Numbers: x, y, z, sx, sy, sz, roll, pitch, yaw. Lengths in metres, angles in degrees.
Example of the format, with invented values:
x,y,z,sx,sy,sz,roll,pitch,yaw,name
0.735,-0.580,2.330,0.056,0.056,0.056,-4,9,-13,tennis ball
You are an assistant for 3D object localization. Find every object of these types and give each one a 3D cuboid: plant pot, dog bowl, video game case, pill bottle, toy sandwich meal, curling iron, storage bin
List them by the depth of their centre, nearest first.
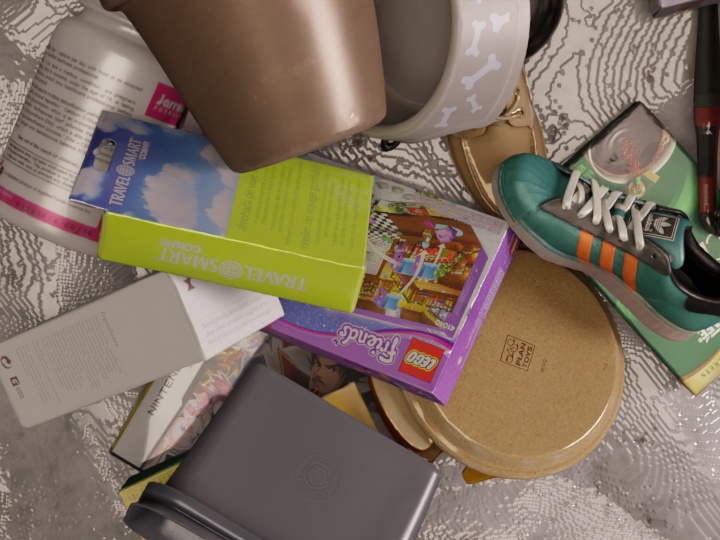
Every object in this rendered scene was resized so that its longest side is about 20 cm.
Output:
x,y,z,sx,sy,sz,roll,pitch,yaw,name
-0.064,-0.164,1.070,0.200,0.200,0.175,-20,99,4,plant pot
-0.046,0.168,1.135,0.200,0.146,0.134,32,68,-1,storage bin
0.029,-0.184,1.142,0.059,0.200,0.201,-13,96,-40,dog bowl
-0.192,-0.120,1.192,0.113,0.113,0.200,24,96,0,pill bottle
0.268,-0.117,1.197,0.049,0.026,0.201,0,74,-16,curling iron
0.102,0.074,1.216,0.205,0.070,0.206,5,72,-15,toy sandwich meal
-0.067,0.116,1.251,0.200,0.026,0.181,31,95,0,video game case

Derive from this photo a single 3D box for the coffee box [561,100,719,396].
x,y,z,sx,sy,sz,roll,pitch,yaw,name
0.233,-0.017,1.218,0.123,0.044,0.200,-40,92,5,coffee box

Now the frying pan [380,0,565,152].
x,y,z,sx,sy,sz,roll,pitch,yaw,name
0.090,-0.173,1.218,0.115,0.031,0.191,12,98,3,frying pan

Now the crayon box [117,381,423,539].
x,y,z,sx,sy,sz,roll,pitch,yaw,name
-0.066,0.178,1.218,0.200,0.051,0.127,-24,94,4,crayon box

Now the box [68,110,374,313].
x,y,z,sx,sy,sz,roll,pitch,yaw,name
-0.094,-0.042,1.101,0.199,0.122,0.048,13,125,-5,box

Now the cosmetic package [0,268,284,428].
x,y,z,sx,sy,sz,roll,pitch,yaw,name
-0.165,0.046,1.169,0.200,0.102,0.074,-20,95,37,cosmetic package

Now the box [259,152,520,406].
x,y,z,sx,sy,sz,roll,pitch,yaw,name
0.000,0.000,1.179,0.200,0.039,0.137,21,79,24,box

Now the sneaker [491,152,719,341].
x,y,z,sx,sy,sz,roll,pitch,yaw,name
0.189,-0.029,1.138,0.200,0.080,0.071,33,54,-14,sneaker

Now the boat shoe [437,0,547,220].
x,y,z,sx,sy,sz,roll,pitch,yaw,name
0.090,-0.128,1.174,0.071,0.065,0.201,-16,91,6,boat shoe

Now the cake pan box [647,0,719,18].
x,y,z,sx,sy,sz,roll,pitch,yaw,name
0.291,-0.299,1.184,0.199,0.052,0.185,-12,91,1,cake pan box

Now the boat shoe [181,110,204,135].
x,y,z,sx,sy,sz,roll,pitch,yaw,name
-0.083,-0.121,1.193,0.072,0.066,0.200,23,98,21,boat shoe
